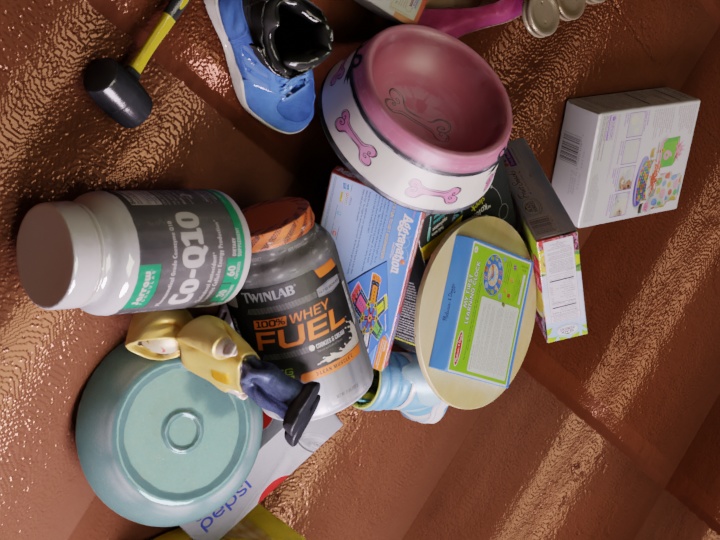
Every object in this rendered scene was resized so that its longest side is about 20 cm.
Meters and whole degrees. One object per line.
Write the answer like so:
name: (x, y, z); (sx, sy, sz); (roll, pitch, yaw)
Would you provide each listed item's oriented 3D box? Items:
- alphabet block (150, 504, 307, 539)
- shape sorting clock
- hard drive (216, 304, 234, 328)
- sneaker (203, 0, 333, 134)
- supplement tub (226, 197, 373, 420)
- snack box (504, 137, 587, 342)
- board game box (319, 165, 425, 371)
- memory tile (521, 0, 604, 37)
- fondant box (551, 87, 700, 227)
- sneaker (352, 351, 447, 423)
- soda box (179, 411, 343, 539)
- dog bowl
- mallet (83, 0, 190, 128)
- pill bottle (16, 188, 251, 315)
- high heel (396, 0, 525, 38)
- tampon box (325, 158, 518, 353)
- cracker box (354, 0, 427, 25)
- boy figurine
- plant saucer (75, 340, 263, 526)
alphabet block: (-0.134, 0.395, 1.820); (0.195, 0.196, 0.201); (-19, 124, -40)
shape sorting clock: (0.119, 0.043, 1.786); (0.199, 0.039, 0.202); (-15, 109, -51)
hard drive: (-0.079, 0.074, 1.832); (0.199, 0.027, 0.133); (19, 96, -48)
sneaker: (-0.069, -0.195, 1.631); (0.077, 0.111, 0.201); (-42, 136, -21)
supplement tub: (-0.068, 0.038, 1.704); (0.122, 0.122, 0.201); (-31, 114, -31)
snack box: (0.197, -0.035, 1.926); (0.053, 0.201, 0.143); (-13, 127, -5)
board game box: (0.000, 0.000, 1.751); (0.019, 0.102, 0.201); (-46, 155, -55)
memory tile: (0.193, -0.359, 1.825); (0.153, 0.017, 0.201); (-36, 112, -38)
fondant box: (0.322, -0.140, 2.104); (0.199, 0.058, 0.145); (-11, 118, -41)
sneaker: (0.036, 0.127, 1.926); (0.129, 0.200, 0.080); (-1, 73, -11)
soda box: (-0.118, 0.196, 1.804); (0.200, 0.063, 0.068); (-42, 138, -8)
dog bowl: (0.063, -0.158, 1.702); (0.199, 0.201, 0.074); (-18, 158, -39)
mallet: (-0.183, -0.228, 1.557); (0.066, 0.041, 0.201); (34, 81, -52)
pill bottle: (-0.208, -0.017, 1.583); (0.199, 0.113, 0.114); (-5, 114, -44)
high heel: (0.117, -0.296, 1.813); (0.200, 0.067, 0.096); (-44, 130, -12)
tampon box: (0.076, -0.032, 1.838); (0.150, 0.126, 0.201); (-41, 132, -32)
cracker box: (0.006, -0.337, 1.672); (0.200, 0.058, 0.135); (24, 92, -50)
boy figurine: (-0.133, 0.087, 1.635); (0.065, 0.199, 0.124); (-59, 172, -19)
plant saucer: (-0.181, 0.157, 1.703); (0.199, 0.036, 0.202); (-2, 94, -27)
